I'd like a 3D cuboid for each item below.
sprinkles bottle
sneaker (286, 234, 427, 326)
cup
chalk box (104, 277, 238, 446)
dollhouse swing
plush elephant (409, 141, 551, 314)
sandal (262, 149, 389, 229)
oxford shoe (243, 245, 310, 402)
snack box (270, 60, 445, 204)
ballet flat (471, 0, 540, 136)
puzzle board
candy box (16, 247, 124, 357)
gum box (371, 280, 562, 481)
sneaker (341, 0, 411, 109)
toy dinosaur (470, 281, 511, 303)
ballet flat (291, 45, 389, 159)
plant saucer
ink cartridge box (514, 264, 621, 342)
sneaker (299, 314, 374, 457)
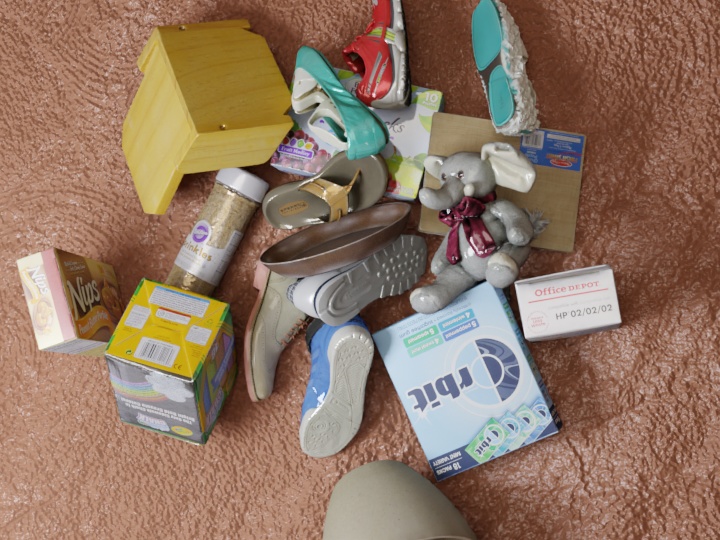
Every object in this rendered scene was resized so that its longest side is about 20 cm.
[{"bbox_3d":[-0.192,-0.039,1.697,0.068,0.068,0.201,27,90,12],"label":"sprinkles bottle"},{"bbox_3d":[0.000,0.000,1.624,0.080,0.199,0.077,14,120,48],"label":"sneaker"},{"bbox_3d":[0.034,0.317,1.576,0.199,0.201,0.144,-28,51,7],"label":"cup"},{"bbox_3d":[-0.233,0.129,1.645,0.123,0.201,0.125,15,54,10],"label":"chalk box"},{"bbox_3d":[-0.203,-0.189,1.696,0.180,0.177,0.201,-9,52,-22],"label":"dollhouse swing"},{"bbox_3d":[0.133,-0.071,1.548,0.200,0.164,0.156,-41,102,-37],"label":"plush elephant"},{"bbox_3d":[-0.047,-0.092,1.644,0.199,0.054,0.081,-20,114,30],"label":"sandal"},{"bbox_3d":[-0.105,0.070,1.670,0.073,0.071,0.202,7,86,8],"label":"oxford shoe"},{"bbox_3d":[-0.002,-0.179,1.682,0.198,0.053,0.144,14,86,11],"label":"snack box"},{"bbox_3d":[0.186,-0.252,1.646,0.071,0.072,0.202,-11,64,9],"label":"ballet flat"},{"bbox_3d":[0.179,-0.110,1.639,0.198,0.017,0.153,8,85,-3],"label":"puzzle board"},{"bbox_3d":[-0.358,0.044,1.654,0.055,0.200,0.117,-19,81,8],"label":"candy box"},{"bbox_3d":[0.131,0.134,1.606,0.169,0.045,0.202,-25,89,17],"label":"gum box"},{"bbox_3d":[0.018,-0.289,1.646,0.084,0.077,0.202,-5,55,4],"label":"sneaker"},{"bbox_3d":[0.146,0.006,1.643,0.087,0.047,0.202,-4,81,17],"label":"toy dinosaur"},{"bbox_3d":[-0.044,-0.206,1.602,0.070,0.068,0.200,-26,55,-20],"label":"ballet flat"},{"bbox_3d":[-0.027,-0.035,1.610,0.198,0.200,0.032,-19,103,8],"label":"plant saucer"},{"bbox_3d":[0.246,0.042,1.539,0.114,0.200,0.069,-11,83,10],"label":"ink cartridge box"},{"bbox_3d":[-0.036,0.132,1.656,0.076,0.112,0.202,6,120,-14],"label":"sneaker"}]
